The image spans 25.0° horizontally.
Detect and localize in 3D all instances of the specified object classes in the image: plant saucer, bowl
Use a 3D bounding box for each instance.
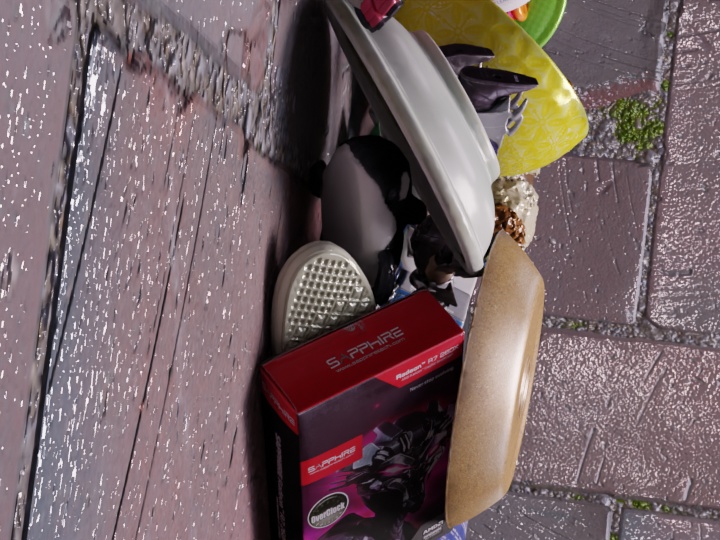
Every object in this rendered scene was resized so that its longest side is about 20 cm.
[{"bbox_3d":[0.093,0.075,1.081,0.200,0.035,0.202,10,90,-80],"label":"plant saucer"},{"bbox_3d":[0.070,-0.135,1.263,0.108,0.200,0.200,-47,167,-6],"label":"bowl"},{"bbox_3d":[0.043,-0.095,1.035,0.201,0.050,0.200,62,0,0],"label":"plant saucer"}]

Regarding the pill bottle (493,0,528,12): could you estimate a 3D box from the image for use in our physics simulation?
[{"bbox_3d":[0.077,-0.288,1.211,0.200,0.111,0.113,52,43,-59],"label":"pill bottle"}]

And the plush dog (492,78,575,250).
[{"bbox_3d":[0.116,-0.086,1.465,0.200,0.159,0.174,-170,-102,-86],"label":"plush dog"}]

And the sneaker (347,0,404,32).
[{"bbox_3d":[0.006,-0.213,0.977,0.081,0.075,0.200,-43,-163,14],"label":"sneaker"}]

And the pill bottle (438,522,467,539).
[{"bbox_3d":[0.034,0.283,1.479,0.112,0.110,0.201,89,11,-48],"label":"pill bottle"}]

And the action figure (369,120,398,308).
[{"bbox_3d":[0.000,0.000,1.201,0.118,0.054,0.202,88,15,-65],"label":"action figure"}]

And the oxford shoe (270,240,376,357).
[{"bbox_3d":[-0.025,0.049,1.038,0.058,0.075,0.201,53,-14,37],"label":"oxford shoe"}]

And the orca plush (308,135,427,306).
[{"bbox_3d":[0.019,-0.015,1.061,0.105,0.071,0.201,48,-30,47],"label":"orca plush"}]

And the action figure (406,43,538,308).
[{"bbox_3d":[0.070,-0.055,1.164,0.130,0.069,0.202,-119,-148,-56],"label":"action figure"}]

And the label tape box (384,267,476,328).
[{"bbox_3d":[0.046,0.048,1.384,0.200,0.063,0.145,-65,-179,-65],"label":"label tape box"}]

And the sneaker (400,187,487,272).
[{"bbox_3d":[0.040,-0.054,1.328,0.200,0.081,0.075,-129,-153,-62],"label":"sneaker"}]

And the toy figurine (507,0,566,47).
[{"bbox_3d":[0.086,-0.272,1.419,0.184,0.149,0.202,-29,104,-70],"label":"toy figurine"}]

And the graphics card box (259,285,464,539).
[{"bbox_3d":[0.001,0.118,1.039,0.051,0.125,0.201,46,-31,37],"label":"graphics card box"}]
